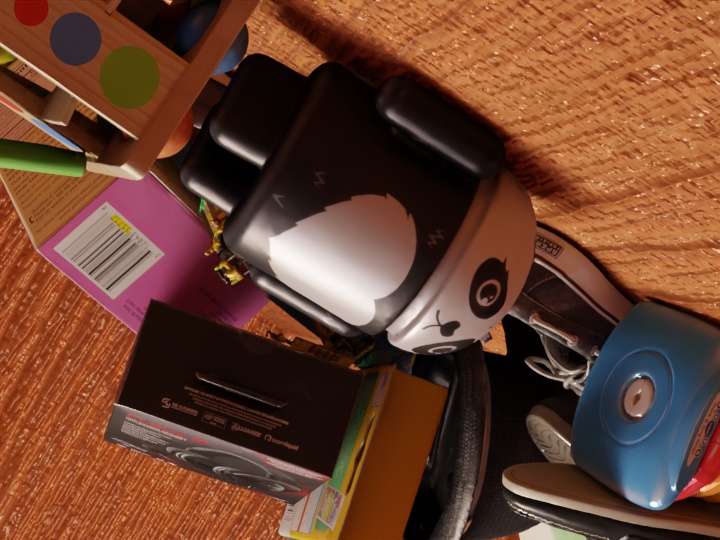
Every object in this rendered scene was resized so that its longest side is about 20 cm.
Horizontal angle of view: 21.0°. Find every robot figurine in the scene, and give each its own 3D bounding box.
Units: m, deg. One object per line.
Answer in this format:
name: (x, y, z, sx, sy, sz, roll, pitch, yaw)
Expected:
robot figurine: (0.002, -0.035, 1.084, 0.200, 0.125, 0.150, 31, 172, -9)

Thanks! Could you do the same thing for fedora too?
fedora: (0.089, 0.123, 1.362, 0.091, 0.202, 0.201, 5, 180, -13)

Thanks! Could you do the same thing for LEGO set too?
LEGO set: (0.000, 0.000, 1.232, 0.200, 0.153, 0.116, 55, -173, -44)

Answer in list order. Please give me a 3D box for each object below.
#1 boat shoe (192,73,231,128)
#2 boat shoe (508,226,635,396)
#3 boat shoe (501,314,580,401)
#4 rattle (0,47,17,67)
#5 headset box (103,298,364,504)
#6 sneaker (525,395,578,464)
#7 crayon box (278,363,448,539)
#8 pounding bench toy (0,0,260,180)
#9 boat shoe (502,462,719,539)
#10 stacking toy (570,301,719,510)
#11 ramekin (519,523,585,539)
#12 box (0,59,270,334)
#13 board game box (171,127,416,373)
boat shoe: (-0.081, -0.091, 1.350, 0.200, 0.063, 0.073, 31, 171, 2)
boat shoe: (0.146, 0.045, 1.256, 0.073, 0.068, 0.199, 28, 172, 36)
boat shoe: (0.140, 0.059, 1.397, 0.072, 0.068, 0.200, 29, 172, 28)
rattle: (-0.324, -0.189, 1.474, 0.130, 0.143, 0.200, 50, -170, 31)
headset box: (-0.088, 0.091, 1.298, 0.148, 0.078, 0.200, 19, 166, -6)
sneaker: (0.210, 0.116, 1.296, 0.200, 0.106, 0.075, 33, 166, -10)
crayon box: (0.003, 0.135, 1.346, 0.051, 0.126, 0.200, 20, 171, -10)
pounding bench toy: (-0.169, -0.106, 1.056, 0.156, 0.200, 0.124, 36, 172, -21)
boat shoe: (0.176, 0.169, 1.215, 0.199, 0.066, 0.075, 11, -165, -19)
stacking toy: (0.242, 0.108, 1.219, 0.199, 0.116, 0.110, 23, -178, -33)
ramekin: (0.207, 0.197, 1.413, 0.200, 0.098, 0.201, 36, 145, 30)
box: (-0.177, -0.053, 1.427, 0.176, 0.097, 0.200, 45, -173, -43)
board game box: (-0.040, -0.019, 1.450, 0.196, 0.056, 0.200, 40, -170, -49)
